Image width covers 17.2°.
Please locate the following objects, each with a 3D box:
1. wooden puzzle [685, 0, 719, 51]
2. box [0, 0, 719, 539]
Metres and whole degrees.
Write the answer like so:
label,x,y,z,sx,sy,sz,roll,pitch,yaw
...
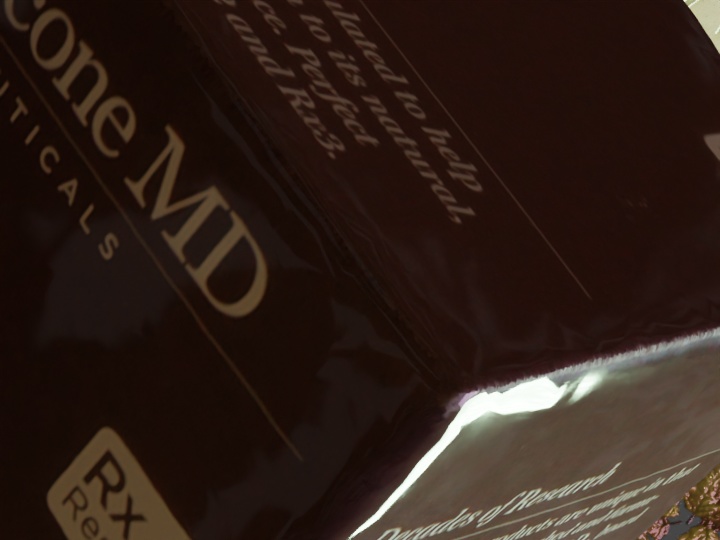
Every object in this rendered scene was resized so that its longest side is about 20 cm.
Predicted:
label,x,y,z,sx,sy,sz,roll,pitch,yaw
wooden puzzle,0.138,-0.107,1.036,0.200,0.046,0.185,-4,139,-39
box,-0.037,0.012,0.493,0.164,0.166,0.200,-10,147,-52
